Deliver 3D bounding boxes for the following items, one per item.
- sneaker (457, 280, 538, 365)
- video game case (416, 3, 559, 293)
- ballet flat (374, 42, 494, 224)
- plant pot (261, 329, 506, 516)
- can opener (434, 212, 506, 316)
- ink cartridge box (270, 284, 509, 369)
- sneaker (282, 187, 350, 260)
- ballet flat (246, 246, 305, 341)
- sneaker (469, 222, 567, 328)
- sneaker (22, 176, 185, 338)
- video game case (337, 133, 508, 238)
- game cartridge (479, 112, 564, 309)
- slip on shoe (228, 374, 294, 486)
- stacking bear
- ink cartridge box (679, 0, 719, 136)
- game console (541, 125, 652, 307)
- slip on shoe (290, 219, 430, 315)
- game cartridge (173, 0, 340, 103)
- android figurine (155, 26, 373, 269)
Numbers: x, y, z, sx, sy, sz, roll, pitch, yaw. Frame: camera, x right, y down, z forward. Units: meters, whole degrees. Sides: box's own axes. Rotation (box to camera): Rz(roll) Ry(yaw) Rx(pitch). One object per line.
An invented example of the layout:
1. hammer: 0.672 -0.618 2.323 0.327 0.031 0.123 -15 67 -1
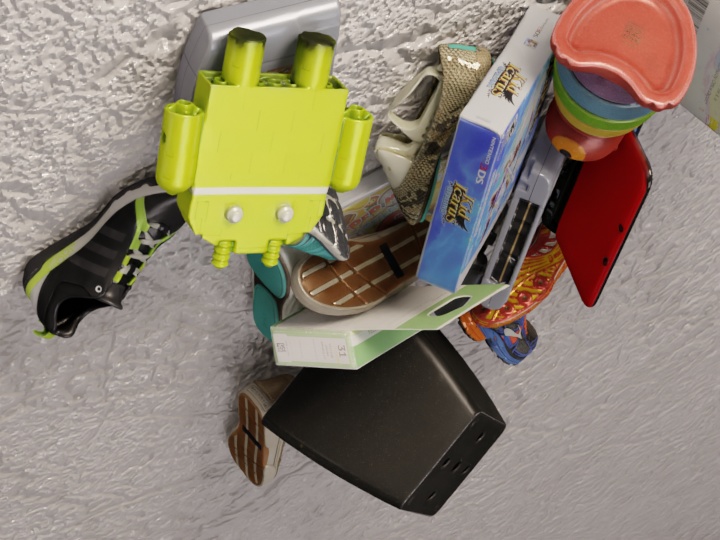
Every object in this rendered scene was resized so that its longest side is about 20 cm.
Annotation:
1. sneaker: 0.174 0.055 1.813 0.078 0.076 0.200 -38 153 13
2. video game case: 0.120 -0.109 1.376 0.201 0.045 0.182 103 13 -47
3. ballet flat: 0.056 -0.131 1.408 0.075 0.068 0.201 12 130 -16
4. plant pot: 0.044 0.159 1.676 0.200 0.177 0.200 -51 157 2
5. can opener: 0.107 -0.021 1.612 0.066 0.053 0.201 13 144 -2
6. ink cartridge box: 0.031 0.053 1.495 0.198 0.048 0.145 2 -162 35
7. sneaker: -0.073 -0.053 1.365 0.079 0.078 0.200 -21 156 25
8. ballet flat: -0.076 0.003 1.521 0.069 0.070 0.201 -20 154 -13
9. sneaker: 0.192 0.002 1.674 0.200 0.073 0.077 -42 159 -27
10. sneaker: -0.212 -0.005 1.346 0.199 0.083 0.072 -34 152 19
11. video game case: 0.052 -0.061 1.558 0.199 0.023 0.182 -27 152 0
12. game cartridge: 0.172 -0.069 1.548 0.040 0.134 0.201 19 138 3
13. slip on shoe: -0.110 0.185 1.775 0.060 0.076 0.201 -33 153 -26
14. stacking bear: 0.216 -0.163 1.345 0.114 0.121 0.200 -61 175 -22
15. ink cartridge box: 0.355 -0.214 1.337 0.144 0.200 0.146 -37 158 -25
16. game console: 0.268 -0.094 1.527 0.172 0.119 0.201 -33 154 -35
17. slip on shoe: 0.000 0.000 1.500 0.199 0.077 0.060 -26 178 -44
18. game cartridge: -0.090 -0.147 1.272 0.132 0.042 0.201 -21 152 -21
19. android figurine: -0.079 -0.093 1.219 0.180 0.041 0.202 0 117 -29
